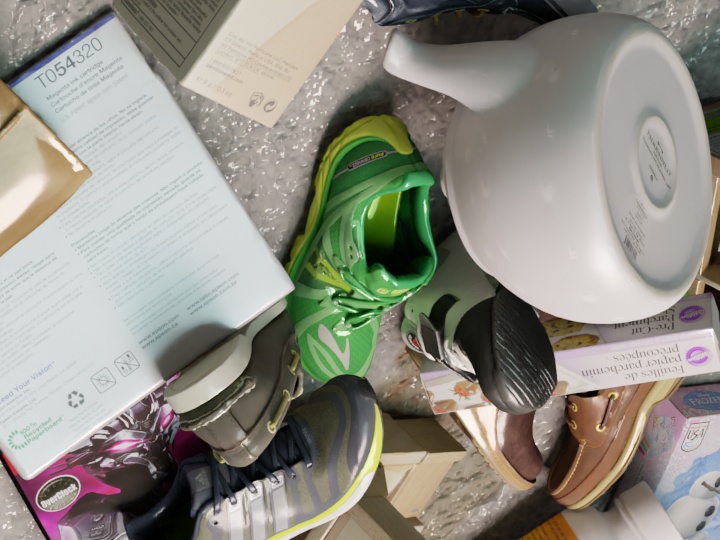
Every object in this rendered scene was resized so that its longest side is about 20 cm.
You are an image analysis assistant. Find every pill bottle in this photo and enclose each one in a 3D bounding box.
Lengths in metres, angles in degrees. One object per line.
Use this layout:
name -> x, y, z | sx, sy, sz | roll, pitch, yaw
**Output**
pill bottle -> 0.159, 0.252, 1.654 | 0.199, 0.111, 0.111 | -33, 139, 1

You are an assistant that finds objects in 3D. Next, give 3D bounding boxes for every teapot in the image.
teapot -> 0.117, -0.056, 1.289 | 0.197, 0.145, 0.201 | -13, 97, -57

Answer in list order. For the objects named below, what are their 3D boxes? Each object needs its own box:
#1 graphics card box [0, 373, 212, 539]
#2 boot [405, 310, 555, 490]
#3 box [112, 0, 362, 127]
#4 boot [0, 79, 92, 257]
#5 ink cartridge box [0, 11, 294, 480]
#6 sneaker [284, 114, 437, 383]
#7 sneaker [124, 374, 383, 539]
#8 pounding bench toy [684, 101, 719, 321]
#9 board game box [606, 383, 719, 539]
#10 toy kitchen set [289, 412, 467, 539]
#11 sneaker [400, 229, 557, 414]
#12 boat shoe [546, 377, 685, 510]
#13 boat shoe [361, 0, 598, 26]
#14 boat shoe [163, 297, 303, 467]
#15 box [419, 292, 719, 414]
graphics card box -> -0.166, 0.102, 1.344 | 0.125, 0.051, 0.201 | -31, 139, -13
boot -> 0.135, 0.059, 1.516 | 0.166, 0.072, 0.200 | -37, 135, -2
box -> -0.037, -0.191, 1.161 | 0.078, 0.095, 0.200 | 23, 110, -46
boot -> -0.269, -0.040, 1.131 | 0.200, 0.066, 0.175 | -44, 129, -2
ink cartridge box -> -0.169, -0.015, 1.225 | 0.196, 0.043, 0.201 | -35, 109, -7
sneaker -> 0.000, 0.000, 1.357 | 0.074, 0.084, 0.201 | -12, 131, -29
sneaker -> -0.065, 0.134, 1.333 | 0.200, 0.074, 0.081 | -44, 143, 22
pounding bench toy -> 0.243, -0.011, 1.454 | 0.199, 0.124, 0.157 | -18, 125, -42
board game box -> 0.297, 0.182, 1.766 | 0.199, 0.043, 0.200 | -4, 125, -35
toy kitchen set -> 0.010, 0.218, 1.455 | 0.200, 0.180, 0.164 | 4, 124, -57
sneaker -> 0.071, 0.042, 1.370 | 0.088, 0.200, 0.074 | -31, 115, 14
boat shoe -> 0.184, 0.095, 1.600 | 0.067, 0.072, 0.201 | 21, 124, -10
boat shoe -> 0.054, -0.176, 1.266 | 0.091, 0.071, 0.200 | -48, 134, 14
boat shoe -> -0.069, 0.065, 1.294 | 0.072, 0.202, 0.060 | -33, 97, 12
box -> 0.139, 0.055, 1.407 | 0.199, 0.042, 0.039 | -9, 127, 16
